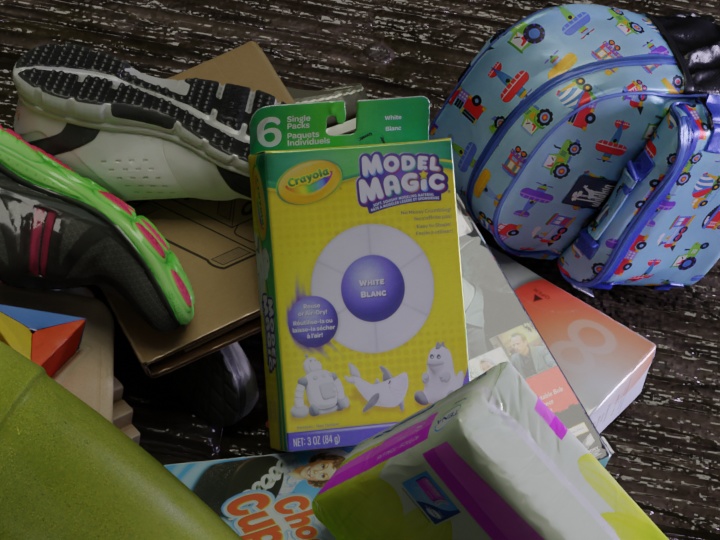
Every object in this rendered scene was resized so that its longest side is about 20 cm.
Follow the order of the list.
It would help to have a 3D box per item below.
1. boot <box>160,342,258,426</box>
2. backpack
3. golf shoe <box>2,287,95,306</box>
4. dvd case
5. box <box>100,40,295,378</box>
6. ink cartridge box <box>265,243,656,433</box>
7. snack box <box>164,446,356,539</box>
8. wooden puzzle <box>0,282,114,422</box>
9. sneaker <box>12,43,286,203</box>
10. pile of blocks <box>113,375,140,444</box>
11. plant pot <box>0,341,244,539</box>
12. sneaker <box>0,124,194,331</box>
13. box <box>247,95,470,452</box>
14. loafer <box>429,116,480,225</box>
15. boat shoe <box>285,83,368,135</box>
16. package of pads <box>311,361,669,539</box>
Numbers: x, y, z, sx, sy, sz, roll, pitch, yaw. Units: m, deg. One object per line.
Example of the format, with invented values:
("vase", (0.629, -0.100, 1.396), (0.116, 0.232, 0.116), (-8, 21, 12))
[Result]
("boot", (-0.081, 0.005, 1.631), (0.131, 0.068, 0.200), (-13, 50, -32))
("backpack", (0.147, -0.078, 1.651), (0.200, 0.183, 0.135), (4, 43, -42))
("golf shoe", (-0.238, -0.017, 1.622), (0.091, 0.075, 0.200), (-4, 45, -39))
("dvd case", (0.041, 0.060, 1.569), (0.146, 0.022, 0.200), (-23, 67, -17))
("box", (-0.094, -0.041, 1.583), (0.163, 0.021, 0.200), (-25, 53, -9))
("ink cartridge box", (0.063, 0.069, 1.604), (0.162, 0.050, 0.200), (32, 43, 20))
("snack box", (-0.060, 0.178, 1.431), (0.116, 0.037, 0.200), (-6, 36, 7))
("wooden puzzle", (-0.226, 0.072, 1.449), (0.185, 0.046, 0.200), (10, 44, -13))
("sneaker", (-0.114, -0.073, 1.561), (0.200, 0.080, 0.074), (18, 35, 4))
("pile of blocks", (-0.227, 0.082, 1.515), (0.200, 0.062, 0.082), (-4, 46, -16))
("plant pot", (-0.150, 0.158, 1.283), (0.193, 0.200, 0.200), (28, 44, 1))
("sneaker", (-0.183, -0.019, 1.513), (0.200, 0.084, 0.077), (33, 2, 8))
("box", (0.000, 0.000, 1.503), (0.117, 0.048, 0.200), (-5, 89, -15))
("loafer", (0.024, -0.050, 1.688), (0.200, 0.073, 0.072), (-19, 67, -41))
("boat shoe", (-0.090, -0.100, 1.677), (0.202, 0.060, 0.072), (-9, 5, 15))
("package of pads", (0.085, 0.159, 1.392), (0.200, 0.154, 0.068), (48, 51, -7))
